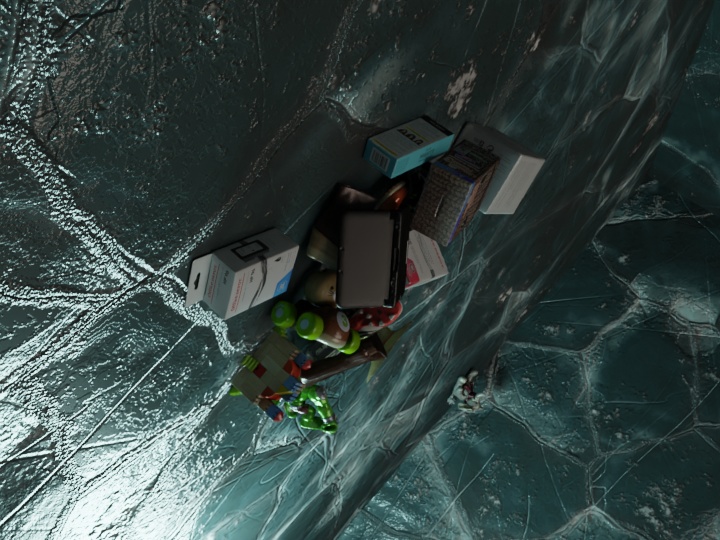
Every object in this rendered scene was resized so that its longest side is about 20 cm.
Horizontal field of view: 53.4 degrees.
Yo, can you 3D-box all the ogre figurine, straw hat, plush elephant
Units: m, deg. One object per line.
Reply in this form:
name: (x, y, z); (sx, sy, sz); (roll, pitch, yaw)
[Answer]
ogre figurine: (-0.139, 0.306, 1.706); (0.098, 0.200, 0.121); (-18, 127, -33)
straw hat: (0.042, 0.183, 1.839); (0.201, 0.085, 0.201); (-53, 176, -5)
plush elephant: (0.510, 0.586, 3.340); (0.164, 0.155, 0.201); (-5, 128, -60)

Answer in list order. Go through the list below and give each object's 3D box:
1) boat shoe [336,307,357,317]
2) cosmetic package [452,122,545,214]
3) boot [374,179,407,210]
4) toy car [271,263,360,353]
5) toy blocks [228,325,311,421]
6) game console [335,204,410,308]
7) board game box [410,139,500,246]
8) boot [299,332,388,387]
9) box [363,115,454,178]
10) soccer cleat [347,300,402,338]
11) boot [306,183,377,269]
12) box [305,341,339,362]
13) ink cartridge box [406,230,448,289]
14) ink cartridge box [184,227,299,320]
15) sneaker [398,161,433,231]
boat shoe: (-0.036, 0.091, 1.683); (0.201, 0.063, 0.074); (-45, -176, 44)
cosmetic package: (0.326, -0.252, 1.793); (0.200, 0.167, 0.167); (-8, 131, -59)
boot: (0.055, -0.099, 1.568); (0.200, 0.107, 0.075); (-53, -179, 4)
toy car: (-0.068, 0.056, 1.549); (0.164, 0.157, 0.201); (27, 84, -50)
toy blocks: (-0.184, 0.234, 1.579); (0.200, 0.137, 0.100); (-51, 157, -3)
game console: (0.029, -0.032, 1.479); (0.176, 0.116, 0.201); (-41, 136, -72)
board game box: (0.209, -0.174, 1.573); (0.200, 0.097, 0.160); (-42, 156, -52)
boot: (-0.042, 0.216, 1.675); (0.199, 0.064, 0.186); (-28, 162, 8)
box: (0.101, -0.258, 1.477); (0.200, 0.082, 0.049); (-29, 149, -41)
soccer cleat: (0.020, 0.110, 1.622); (0.200, 0.069, 0.085); (-34, 173, 30)
boot: (-0.001, -0.073, 1.483); (0.199, 0.072, 0.167); (23, 102, -33)
box: (-0.064, 0.185, 1.794); (0.200, 0.049, 0.161); (-37, 171, -29)
ink cartridge box: (0.110, -0.033, 1.712); (0.084, 0.145, 0.200); (-26, 172, 33)
ink cartridge box: (-0.213, 0.011, 1.294); (0.200, 0.068, 0.116); (-27, 146, -45)
sneaker: (0.125, -0.168, 1.607); (0.200, 0.070, 0.083); (98, 7, -47)
